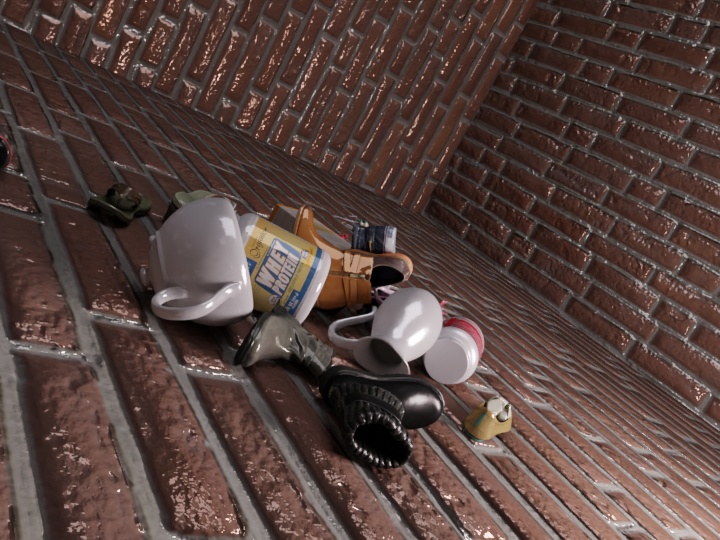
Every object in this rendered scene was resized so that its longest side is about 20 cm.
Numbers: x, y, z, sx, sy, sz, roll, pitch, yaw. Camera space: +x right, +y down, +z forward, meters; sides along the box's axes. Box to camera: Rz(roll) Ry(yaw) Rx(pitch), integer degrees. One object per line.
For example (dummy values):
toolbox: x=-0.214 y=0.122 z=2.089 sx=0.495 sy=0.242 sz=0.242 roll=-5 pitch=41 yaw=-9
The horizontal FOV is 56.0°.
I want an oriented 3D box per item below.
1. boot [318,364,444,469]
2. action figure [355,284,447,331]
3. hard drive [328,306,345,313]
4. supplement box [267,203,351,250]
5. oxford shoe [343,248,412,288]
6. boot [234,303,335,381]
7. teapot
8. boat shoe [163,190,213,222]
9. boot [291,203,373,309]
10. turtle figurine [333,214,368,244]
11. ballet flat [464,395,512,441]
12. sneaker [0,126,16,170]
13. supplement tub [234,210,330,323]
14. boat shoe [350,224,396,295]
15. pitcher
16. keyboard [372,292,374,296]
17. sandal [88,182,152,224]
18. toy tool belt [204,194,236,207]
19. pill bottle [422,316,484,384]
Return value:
boot: x=0.049 y=0.206 z=0.933 sx=0.209 sy=0.080 sz=0.158 roll=12 pitch=11 yaw=-24
action figure: x=0.096 y=0.071 z=1.413 sx=0.198 sy=0.150 sz=0.135 roll=-6 pitch=45 yaw=-21
hard drive: x=-0.111 y=0.020 z=1.407 sx=0.134 sy=0.043 sz=0.200 roll=23 pitch=13 yaw=-29
supplement box: x=-0.098 y=-0.057 z=1.468 sx=0.199 sy=0.074 sz=0.126 roll=36 pitch=11 yaw=25
oxford shoe: x=0.000 y=0.000 z=1.330 sx=0.198 sy=0.072 sz=0.073 roll=-4 pitch=18 yaw=13
boot: x=-0.099 y=0.118 z=1.001 sx=0.130 sy=0.068 sz=0.200 roll=36 pitch=14 yaw=2
teapot: x=-0.240 y=-0.003 z=0.967 sx=0.144 sy=0.199 sz=0.200 roll=-12 pitch=-17 yaw=-15
boat shoe: x=-0.341 y=-0.123 z=1.409 sx=0.072 sy=0.061 sz=0.201 roll=44 pitch=15 yaw=10
boot: x=-0.052 y=-0.028 z=1.270 sx=0.153 sy=0.202 sz=0.077 roll=-1 pitch=-16 yaw=1
turtle figurine: x=-0.009 y=-0.028 z=1.574 sx=0.199 sy=0.150 sz=0.101 roll=34 pitch=32 yaw=-7
ballet flat: x=0.242 y=0.258 z=1.215 sx=0.068 sy=0.063 sz=0.200 roll=34 pitch=13 yaw=19
sneaker: x=-0.653 y=-0.231 z=1.101 sx=0.199 sy=0.071 sz=0.098 roll=29 pitch=12 yaw=-13
supplement tub: x=-0.165 y=-0.007 z=1.150 sx=0.199 sy=0.146 sz=0.145 roll=27 pitch=12 yaw=-11
boat shoe: x=0.025 y=-0.024 z=1.419 sx=0.090 sy=0.201 sz=0.071 roll=9 pitch=50 yaw=7
pitcher: x=0.050 y=0.103 z=1.226 sx=0.170 sy=0.122 sz=0.200 roll=25 pitch=36 yaw=16
keyboard: x=0.078 y=0.092 z=1.611 sx=0.198 sy=0.021 sz=0.127 roll=26 pitch=13 yaw=-15
sandal: x=-0.434 y=-0.133 z=1.241 sx=0.079 sy=0.058 sz=0.201 roll=28 pitch=12 yaw=-7
toy tool belt: x=-0.232 y=-0.046 z=1.284 sx=0.199 sy=0.126 sz=0.123 roll=31 pitch=-19 yaw=-7
pill bottle: x=0.184 y=0.161 z=1.354 sx=0.112 sy=0.113 sz=0.200 roll=31 pitch=12 yaw=10
